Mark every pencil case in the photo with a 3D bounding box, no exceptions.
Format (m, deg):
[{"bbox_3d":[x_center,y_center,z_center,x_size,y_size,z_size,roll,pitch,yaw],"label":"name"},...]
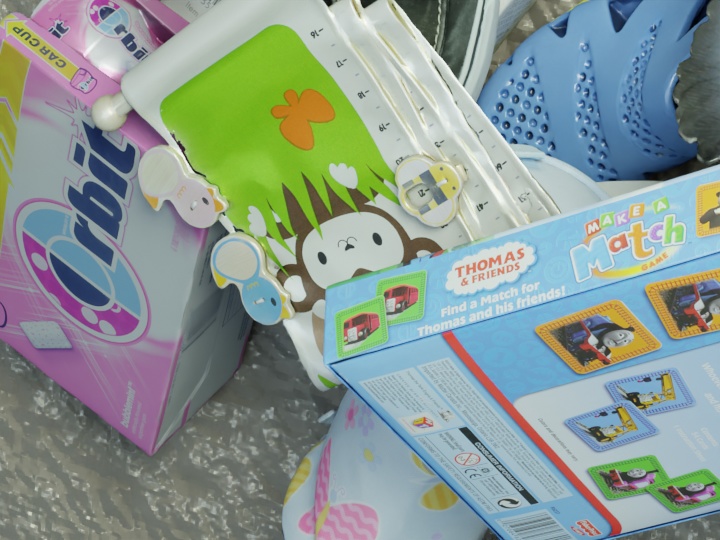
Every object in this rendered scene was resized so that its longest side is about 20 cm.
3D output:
[{"bbox_3d":[0.036,0.045,0.924,0.083,0.091,0.201,10,132,-19],"label":"pencil case"}]

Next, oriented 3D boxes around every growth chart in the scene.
[{"bbox_3d":[0.003,-0.019,0.837,0.200,0.018,0.145,48,124,-1],"label":"growth chart"}]

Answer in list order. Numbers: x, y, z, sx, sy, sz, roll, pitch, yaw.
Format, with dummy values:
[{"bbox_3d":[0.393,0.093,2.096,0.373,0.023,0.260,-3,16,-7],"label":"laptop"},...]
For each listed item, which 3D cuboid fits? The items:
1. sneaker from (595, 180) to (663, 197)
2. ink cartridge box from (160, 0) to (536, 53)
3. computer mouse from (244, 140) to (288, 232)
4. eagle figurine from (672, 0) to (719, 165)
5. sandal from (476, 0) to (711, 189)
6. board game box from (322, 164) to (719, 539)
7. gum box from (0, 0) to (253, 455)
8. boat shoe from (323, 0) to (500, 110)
[{"bbox_3d":[0.144,0.036,0.904,0.199,0.074,0.116,10,67,20],"label":"sneaker"},{"bbox_3d":[0.012,-0.130,0.944,0.115,0.068,0.200,43,117,6],"label":"ink cartridge box"},{"bbox_3d":[0.000,0.000,0.940,0.034,0.200,0.059,34,75,32],"label":"computer mouse"},{"bbox_3d":[0.197,-0.102,0.797,0.151,0.151,0.202,7,87,30],"label":"eagle figurine"},{"bbox_3d":[0.128,-0.075,0.900,0.199,0.087,0.080,-18,99,28],"label":"sandal"},{"bbox_3d":[0.110,0.029,0.768,0.199,0.037,0.151,-16,141,24],"label":"board game box"},{"bbox_3d":[-0.097,-0.026,0.971,0.113,0.066,0.200,37,145,13],"label":"gum box"},{"bbox_3d":[0.011,-0.134,0.862,0.072,0.071,0.201,9,112,18],"label":"boat shoe"}]
